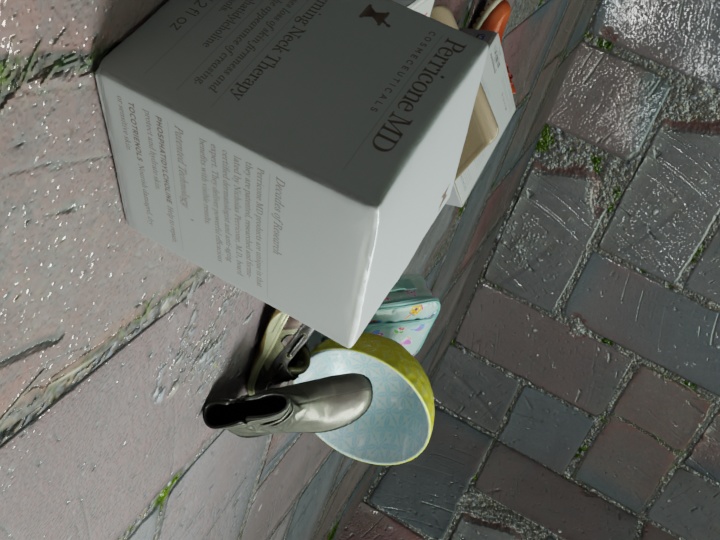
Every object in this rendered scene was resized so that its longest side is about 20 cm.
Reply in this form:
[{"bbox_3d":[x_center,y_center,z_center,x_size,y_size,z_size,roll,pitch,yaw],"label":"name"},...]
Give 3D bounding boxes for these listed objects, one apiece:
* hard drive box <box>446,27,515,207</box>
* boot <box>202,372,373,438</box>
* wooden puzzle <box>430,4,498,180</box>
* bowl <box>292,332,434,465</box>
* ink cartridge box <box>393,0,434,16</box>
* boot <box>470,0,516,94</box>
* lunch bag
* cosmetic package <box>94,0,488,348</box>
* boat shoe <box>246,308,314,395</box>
[{"bbox_3d":[0.140,-0.221,1.296,0.201,0.076,0.156,-59,146,-25],"label":"hard drive box"},{"bbox_3d":[-0.083,0.167,1.092,0.131,0.198,0.068,72,5,-78],"label":"boot"},{"bbox_3d":[0.074,-0.190,1.057,0.200,0.037,0.186,-44,116,-37],"label":"wooden puzzle"},{"bbox_3d":[0.018,0.155,1.227,0.108,0.199,0.201,-55,166,-49],"label":"bowl"},{"bbox_3d":[-0.011,-0.179,0.860,0.146,0.084,0.201,-49,164,-48],"label":"ink cartridge box"},{"bbox_3d":[0.210,-0.328,1.424,0.075,0.107,0.201,-31,145,-65],"label":"boot"},{"bbox_3d":[0.012,0.079,1.314,0.198,0.077,0.161,-7,141,-33],"label":"lunch bag"},{"bbox_3d":[-0.044,-0.090,0.629,0.168,0.199,0.167,-56,166,-32],"label":"cosmetic package"},{"bbox_3d":[-0.096,0.112,1.149,0.073,0.064,0.201,-54,169,-41],"label":"boat shoe"}]
